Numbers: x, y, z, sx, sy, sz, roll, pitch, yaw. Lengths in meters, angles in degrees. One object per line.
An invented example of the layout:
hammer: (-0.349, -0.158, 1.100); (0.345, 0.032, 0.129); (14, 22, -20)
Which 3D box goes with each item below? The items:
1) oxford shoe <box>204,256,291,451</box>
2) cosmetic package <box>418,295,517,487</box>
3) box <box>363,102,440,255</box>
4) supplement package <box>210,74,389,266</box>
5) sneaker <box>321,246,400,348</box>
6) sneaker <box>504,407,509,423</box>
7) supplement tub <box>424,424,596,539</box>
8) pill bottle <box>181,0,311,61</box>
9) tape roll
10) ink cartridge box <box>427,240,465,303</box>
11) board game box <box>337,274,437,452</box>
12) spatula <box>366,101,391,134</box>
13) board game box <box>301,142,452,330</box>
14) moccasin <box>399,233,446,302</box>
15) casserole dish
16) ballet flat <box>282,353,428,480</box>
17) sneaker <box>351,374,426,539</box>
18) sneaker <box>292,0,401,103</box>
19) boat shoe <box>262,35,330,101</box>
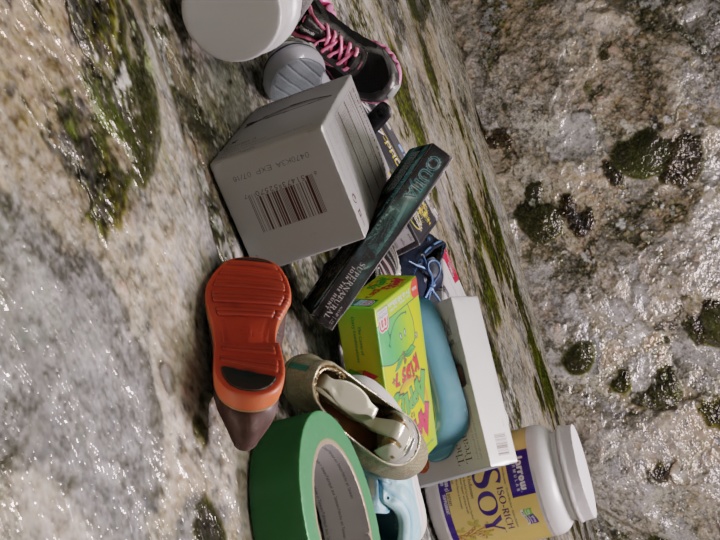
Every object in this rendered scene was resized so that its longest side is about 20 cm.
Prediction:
oxford shoe: (-0.096, 0.061, 0.955); (0.200, 0.071, 0.073); (-91, -172, -55)
cosmetic package: (0.094, 0.147, 1.383); (0.051, 0.151, 0.201); (-1, 72, -40)
box: (0.025, -0.127, 1.480); (0.201, 0.049, 0.161); (61, 16, -6)
supplement package: (-0.054, -0.101, 1.148); (0.200, 0.116, 0.118); (-72, 142, -67)
sneaker: (0.000, 0.000, 1.331); (0.200, 0.073, 0.088); (-83, 160, -47)
sneaker: (0.101, 0.149, 1.460); (0.200, 0.070, 0.093); (46, 24, 5)
supplement tub: (0.195, 0.284, 1.520); (0.145, 0.199, 0.146); (-16, 90, -76)
pill bottle: (-0.106, -0.278, 1.147); (0.200, 0.113, 0.114); (-77, 148, -64)
tape roll: (-0.034, 0.225, 1.012); (0.200, 0.048, 0.201); (-16, 90, -77)
ink cartridge box: (0.102, 0.080, 1.622); (0.200, 0.083, 0.146); (-85, 155, -54)
board game box: (0.031, 0.116, 1.246); (0.102, 0.047, 0.201); (-36, 122, -56)
spatula: (-0.015, -0.135, 1.285); (0.021, 0.200, 0.057); (-27, 83, -36)
board game box: (0.013, -0.035, 1.149); (0.028, 0.200, 0.135); (35, -1, -8)
moccasin: (0.079, 0.000, 1.537); (0.200, 0.068, 0.081); (-74, 170, -53)
casserole dish: (0.057, 0.126, 1.358); (0.039, 0.121, 0.201); (-1, 69, -41)
ballet flat: (0.006, 0.145, 1.103); (0.200, 0.062, 0.068); (36, 67, -30)
sneaker: (0.017, 0.206, 1.176); (0.201, 0.074, 0.082); (69, 21, -11)
sneaker: (-0.038, -0.272, 1.390); (0.200, 0.079, 0.095); (42, 14, 18)
boat shoe: (-0.080, -0.229, 1.317); (0.067, 0.073, 0.200); (61, 2, 8)
